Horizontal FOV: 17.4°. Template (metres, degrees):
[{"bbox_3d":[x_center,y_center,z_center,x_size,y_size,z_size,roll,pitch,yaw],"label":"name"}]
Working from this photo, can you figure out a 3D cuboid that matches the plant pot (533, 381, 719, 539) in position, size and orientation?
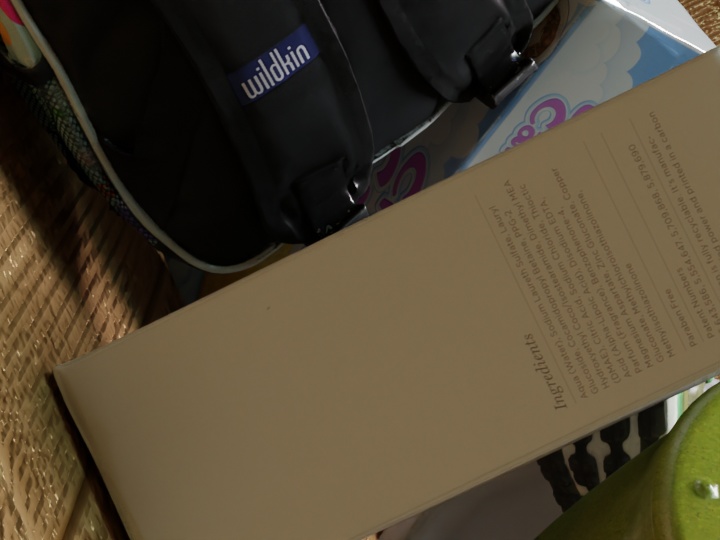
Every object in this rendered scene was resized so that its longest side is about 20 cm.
[{"bbox_3d":[0.118,0.130,0.702,0.193,0.200,0.200,111,-33,-49],"label":"plant pot"}]

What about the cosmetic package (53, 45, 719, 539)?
[{"bbox_3d":[0.027,0.020,0.662,0.113,0.200,0.081,37,29,-85],"label":"cosmetic package"}]

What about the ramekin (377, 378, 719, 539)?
[{"bbox_3d":[0.094,0.136,0.920,0.200,0.200,0.105,67,14,4],"label":"ramekin"}]

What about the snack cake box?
[{"bbox_3d":[0.023,-0.037,0.821,0.067,0.200,0.115,22,25,-35],"label":"snack cake box"}]

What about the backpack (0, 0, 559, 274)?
[{"bbox_3d":[-0.048,-0.125,0.697,0.151,0.178,0.200,42,-12,40],"label":"backpack"}]

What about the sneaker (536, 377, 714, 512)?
[{"bbox_3d":[0.116,0.006,0.841,0.077,0.089,0.200,6,-87,56],"label":"sneaker"}]
